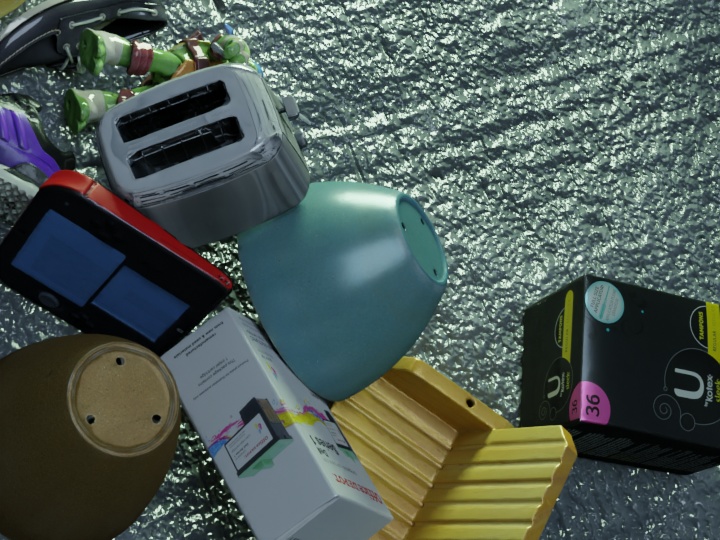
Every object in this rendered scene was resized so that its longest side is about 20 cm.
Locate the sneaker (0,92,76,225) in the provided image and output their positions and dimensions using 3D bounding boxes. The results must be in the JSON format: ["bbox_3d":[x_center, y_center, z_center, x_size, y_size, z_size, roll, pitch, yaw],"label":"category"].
[{"bbox_3d":[-0.339,-0.129,1.564,0.200,0.069,0.100,39,55,-14],"label":"sneaker"}]

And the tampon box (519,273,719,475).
[{"bbox_3d":[0.274,0.107,1.733,0.199,0.126,0.151,12,69,-21],"label":"tampon box"}]

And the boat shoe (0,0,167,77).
[{"bbox_3d":[-0.262,-0.217,1.620,0.200,0.073,0.063,-33,86,-34],"label":"boat shoe"}]

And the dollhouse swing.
[{"bbox_3d":[0.061,0.183,1.584,0.181,0.176,0.201,36,64,-11],"label":"dollhouse swing"}]

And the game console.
[{"bbox_3d":[-0.218,0.004,1.497,0.177,0.200,0.031,37,56,-10],"label":"game console"}]

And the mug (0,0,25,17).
[{"bbox_3d":[-0.375,-0.308,1.579,0.149,0.187,0.154,-25,74,3],"label":"mug"}]

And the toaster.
[{"bbox_3d":[-0.143,-0.094,1.492,0.199,0.129,0.114,-19,68,-1],"label":"toaster"}]

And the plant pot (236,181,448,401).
[{"bbox_3d":[0.000,0.000,1.581,0.200,0.134,0.201,51,24,-33],"label":"plant pot"}]

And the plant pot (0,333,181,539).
[{"bbox_3d":[-0.224,0.129,1.455,0.185,0.200,0.188,7,72,-23],"label":"plant pot"}]

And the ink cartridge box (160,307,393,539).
[{"bbox_3d":[-0.071,0.148,1.511,0.084,0.145,0.200,-36,66,8],"label":"ink cartridge box"}]

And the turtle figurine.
[{"bbox_3d":[-0.160,-0.150,1.603,0.193,0.144,0.201,1,70,-29],"label":"turtle figurine"}]
